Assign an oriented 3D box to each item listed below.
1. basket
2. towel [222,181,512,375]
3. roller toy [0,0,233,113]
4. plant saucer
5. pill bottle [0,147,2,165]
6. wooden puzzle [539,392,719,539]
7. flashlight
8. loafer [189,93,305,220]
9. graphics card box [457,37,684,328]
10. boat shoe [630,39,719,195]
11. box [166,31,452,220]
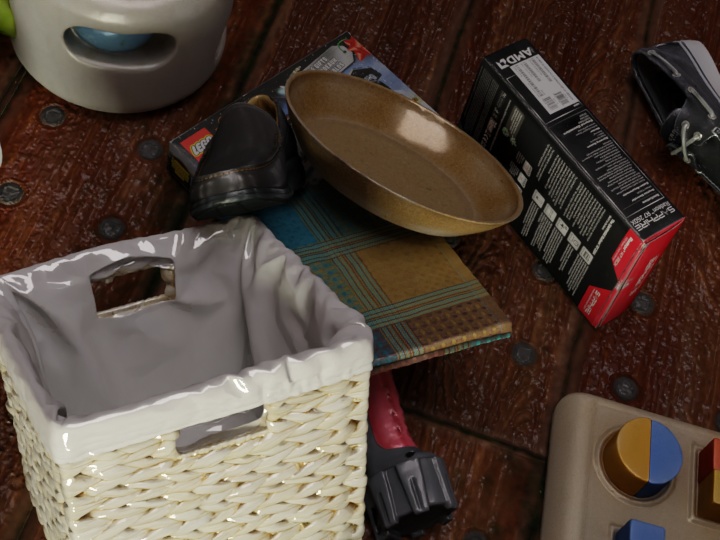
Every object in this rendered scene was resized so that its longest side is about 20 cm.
[{"bbox_3d":[-0.113,0.088,0.885,0.197,0.161,0.200,-15,29,-21],"label":"basket"},{"bbox_3d":[0.000,0.000,1.011,0.146,0.022,0.200,-14,43,-21],"label":"towel"},{"bbox_3d":[-0.190,-0.235,1.137,0.182,0.140,0.200,40,57,14],"label":"roller toy"},{"bbox_3d":[0.027,-0.081,1.060,0.200,0.036,0.200,24,26,-12],"label":"plant saucer"},{"bbox_3d":[-0.361,-0.065,1.004,0.200,0.112,0.112,-34,69,-29],"label":"pill bottle"},{"bbox_3d":[0.231,0.184,1.010,0.199,0.046,0.186,14,55,-3],"label":"wooden puzzle"},{"bbox_3d":[0.019,0.088,1.015,0.068,0.068,0.201,-8,58,-19],"label":"flashlight"},{"bbox_3d":[-0.084,-0.080,0.985,0.072,0.200,0.073,-10,100,4],"label":"loafer"},{"bbox_3d":[0.156,-0.069,1.112,0.051,0.126,0.200,-28,67,-25],"label":"graphics card box"},{"bbox_3d":[0.289,-0.119,1.208,0.067,0.072,0.201,-7,56,-19],"label":"boat shoe"},{"bbox_3d":[-0.037,-0.097,1.140,0.200,0.040,0.137,-36,72,-30],"label":"box"}]
